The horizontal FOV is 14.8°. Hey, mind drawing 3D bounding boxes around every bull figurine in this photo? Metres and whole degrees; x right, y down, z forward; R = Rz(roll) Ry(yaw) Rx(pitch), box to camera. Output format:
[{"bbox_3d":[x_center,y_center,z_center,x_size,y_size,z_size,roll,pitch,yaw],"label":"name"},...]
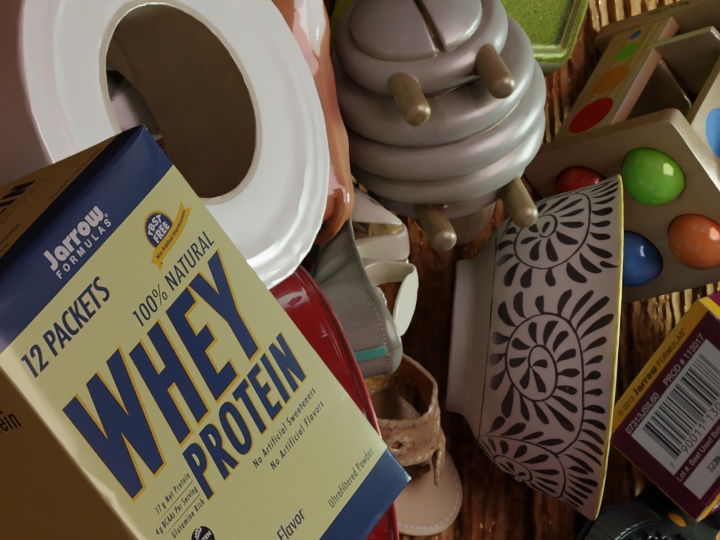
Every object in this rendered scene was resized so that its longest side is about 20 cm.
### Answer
[{"bbox_3d":[-0.054,-0.106,1.496,0.065,0.121,0.201,10,67,-46],"label":"bull figurine"}]

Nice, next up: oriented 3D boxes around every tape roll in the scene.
[{"bbox_3d":[-0.108,-0.070,1.335,0.202,0.071,0.204,24,55,-40],"label":"tape roll"}]

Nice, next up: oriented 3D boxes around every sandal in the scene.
[{"bbox_3d":[0.009,0.076,1.553,0.212,0.069,0.078,47,51,-26],"label":"sandal"}]

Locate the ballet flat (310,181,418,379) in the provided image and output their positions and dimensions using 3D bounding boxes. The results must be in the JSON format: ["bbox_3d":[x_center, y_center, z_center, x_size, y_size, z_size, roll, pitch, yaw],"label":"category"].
[{"bbox_3d":[0.000,0.000,1.509,0.200,0.063,0.068,-91,170,-60],"label":"ballet flat"}]

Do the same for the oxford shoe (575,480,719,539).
[{"bbox_3d":[0.168,0.180,1.667,0.073,0.085,0.200,39,30,14],"label":"oxford shoe"}]

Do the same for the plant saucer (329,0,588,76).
[{"bbox_3d":[0.084,-0.197,1.638,0.199,0.048,0.201,-4,118,-45],"label":"plant saucer"}]

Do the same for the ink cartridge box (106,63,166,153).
[{"bbox_3d":[-0.169,-0.133,1.420,0.199,0.083,0.148,-4,83,-46],"label":"ink cartridge box"}]

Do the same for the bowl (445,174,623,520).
[{"bbox_3d":[0.099,0.042,1.612,0.201,0.094,0.202,4,90,-87],"label":"bowl"}]

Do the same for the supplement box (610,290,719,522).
[{"bbox_3d":[0.243,0.069,1.708,0.086,0.111,0.200,43,25,16],"label":"supplement box"}]

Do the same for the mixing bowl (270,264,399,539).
[{"bbox_3d":[-0.067,0.100,1.409,0.108,0.200,0.201,-14,90,-19],"label":"mixing bowl"}]

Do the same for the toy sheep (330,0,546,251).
[{"bbox_3d":[0.042,-0.097,1.536,0.138,0.137,0.201,-50,145,-40],"label":"toy sheep"}]

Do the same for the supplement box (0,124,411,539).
[{"bbox_3d":[-0.128,0.074,1.213,0.200,0.199,0.134,53,50,-16],"label":"supplement box"}]

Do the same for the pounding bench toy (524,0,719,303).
[{"bbox_3d":[0.226,-0.081,1.718,0.124,0.199,0.156,52,48,-23],"label":"pounding bench toy"}]
